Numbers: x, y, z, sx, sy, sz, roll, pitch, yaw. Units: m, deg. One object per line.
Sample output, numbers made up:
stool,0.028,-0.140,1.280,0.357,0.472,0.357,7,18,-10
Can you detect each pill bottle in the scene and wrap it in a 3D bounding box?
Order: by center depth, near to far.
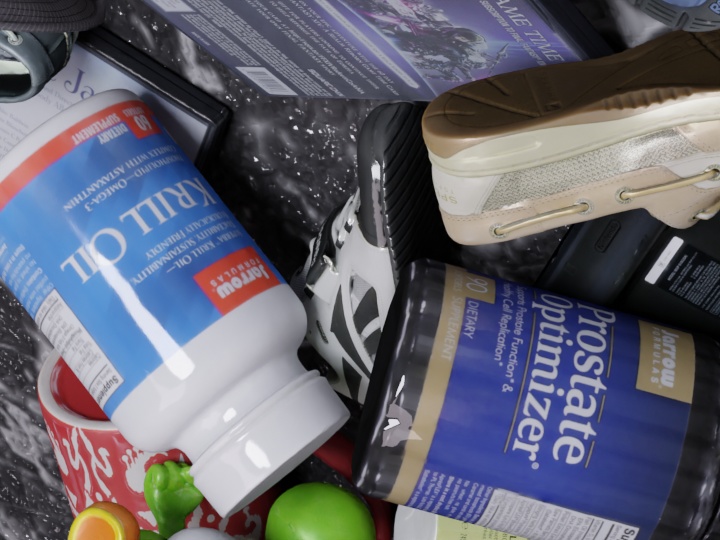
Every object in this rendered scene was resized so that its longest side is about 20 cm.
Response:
pill bottle,0.103,0.072,0.914,0.199,0.112,0.112,15,137,-3
pill bottle,-0.096,0.018,0.997,0.200,0.112,0.112,50,139,7

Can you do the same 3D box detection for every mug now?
mug,-0.088,0.119,1.154,0.133,0.177,0.201,42,153,49

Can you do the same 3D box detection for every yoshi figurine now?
yoshi figurine,-0.058,0.147,1.035,0.111,0.200,0.113,-17,75,25

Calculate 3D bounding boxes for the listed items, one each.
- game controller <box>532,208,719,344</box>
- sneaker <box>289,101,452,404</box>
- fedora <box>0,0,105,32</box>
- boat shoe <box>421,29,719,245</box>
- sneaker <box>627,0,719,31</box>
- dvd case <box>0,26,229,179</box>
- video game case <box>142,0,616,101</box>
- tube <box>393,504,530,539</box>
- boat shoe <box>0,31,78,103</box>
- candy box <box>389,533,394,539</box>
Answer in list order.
game controller,0.151,-0.007,0.932,0.104,0.042,0.200,22,139,-5
sneaker,0.000,0.000,1.005,0.088,0.074,0.201,13,133,21
fedora,-0.202,-0.188,0.929,0.199,0.176,0.091,29,111,31
boat shoe,0.127,-0.054,0.829,0.199,0.072,0.065,-11,119,3
sneaker,0.096,-0.169,0.791,0.200,0.087,0.075,41,144,23
dvd case,-0.157,-0.056,1.101,0.142,0.018,0.200,32,138,6
video game case,0.006,-0.109,0.888,0.199,0.019,0.143,4,163,30
tube,0.116,0.136,0.988,0.199,0.052,0.058,10,138,-22
boat shoe,-0.242,-0.124,0.993,0.199,0.062,0.073,10,133,-1
candy box,0.033,0.173,1.046,0.061,0.200,0.137,34,139,3
